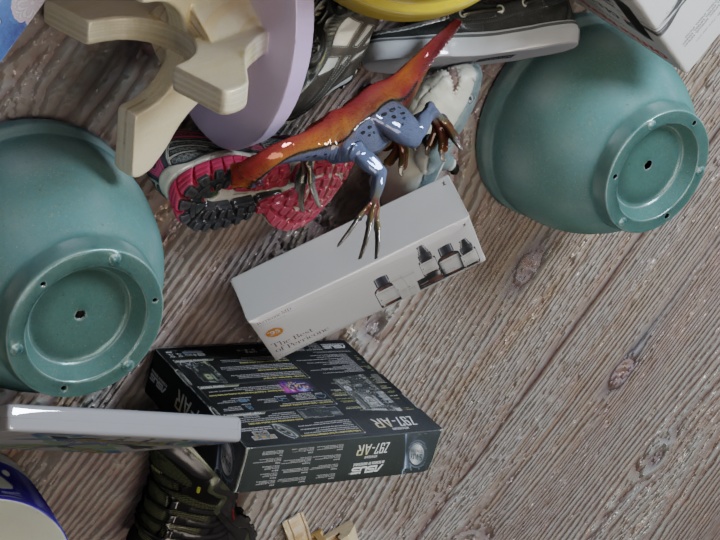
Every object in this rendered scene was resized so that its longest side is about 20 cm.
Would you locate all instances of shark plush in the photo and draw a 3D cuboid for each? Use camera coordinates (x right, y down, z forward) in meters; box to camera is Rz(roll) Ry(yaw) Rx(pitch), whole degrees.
[{"bbox_3d":[0.060,-0.080,1.367,0.083,0.091,0.200,-25,130,-32],"label":"shark plush"}]

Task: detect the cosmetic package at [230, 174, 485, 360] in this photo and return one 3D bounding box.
[{"bbox_3d":[0.000,0.000,1.341,0.200,0.051,0.083,-26,148,2],"label":"cosmetic package"}]

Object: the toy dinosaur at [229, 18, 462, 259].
[{"bbox_3d":[-0.018,-0.106,1.213,0.181,0.105,0.200,8,83,-48],"label":"toy dinosaur"}]

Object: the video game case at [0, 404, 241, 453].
[{"bbox_3d":[-0.224,0.123,1.226,0.200,0.182,0.022,7,78,-40],"label":"video game case"}]

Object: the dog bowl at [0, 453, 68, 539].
[{"bbox_3d":[-0.333,0.241,1.275,0.200,0.079,0.200,-19,127,-27],"label":"dog bowl"}]

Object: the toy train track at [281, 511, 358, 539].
[{"bbox_3d":[-0.084,0.304,1.536,0.200,0.033,0.115,-28,131,-19],"label":"toy train track"}]

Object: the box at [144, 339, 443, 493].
[{"bbox_3d":[-0.056,0.117,1.349,0.200,0.160,0.044,-1,118,-38],"label":"box"}]

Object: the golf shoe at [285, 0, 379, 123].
[{"bbox_3d":[-0.020,-0.199,1.251,0.200,0.078,0.095,-47,161,-10],"label":"golf shoe"}]

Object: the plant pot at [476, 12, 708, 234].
[{"bbox_3d":[0.223,-0.114,1.434,0.200,0.134,0.200,-19,126,-27],"label":"plant pot"}]

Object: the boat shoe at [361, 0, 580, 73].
[{"bbox_3d":[0.089,-0.201,1.333,0.200,0.069,0.057,-10,88,-24],"label":"boat shoe"}]

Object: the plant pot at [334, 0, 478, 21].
[{"bbox_3d":[0.041,-0.275,1.101,0.201,0.189,0.201,-1,97,-6],"label":"plant pot"}]

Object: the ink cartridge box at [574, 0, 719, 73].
[{"bbox_3d":[0.209,-0.262,1.297,0.084,0.144,0.200,-51,146,4],"label":"ink cartridge box"}]

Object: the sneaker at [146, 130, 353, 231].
[{"bbox_3d":[-0.083,-0.083,1.269,0.200,0.075,0.081,-1,131,-51],"label":"sneaker"}]

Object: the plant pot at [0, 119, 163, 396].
[{"bbox_3d":[-0.224,0.008,1.164,0.200,0.134,0.200,-18,126,-27],"label":"plant pot"}]

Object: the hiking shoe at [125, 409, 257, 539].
[{"bbox_3d":[-0.158,0.206,1.387,0.101,0.076,0.200,-37,134,-17],"label":"hiking shoe"}]

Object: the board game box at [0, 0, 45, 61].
[{"bbox_3d":[-0.309,-0.194,1.041,0.200,0.043,0.199,-54,136,3],"label":"board game box"}]

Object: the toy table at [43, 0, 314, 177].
[{"bbox_3d":[-0.120,-0.167,1.127,0.117,0.184,0.200,-27,124,-44],"label":"toy table"}]
